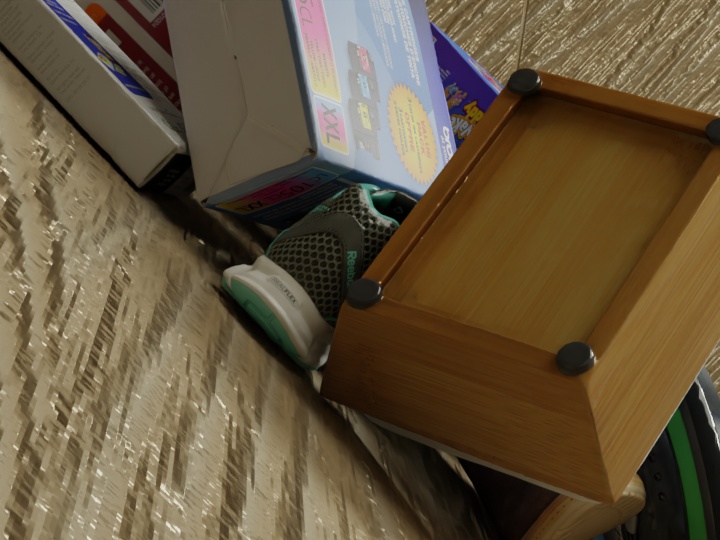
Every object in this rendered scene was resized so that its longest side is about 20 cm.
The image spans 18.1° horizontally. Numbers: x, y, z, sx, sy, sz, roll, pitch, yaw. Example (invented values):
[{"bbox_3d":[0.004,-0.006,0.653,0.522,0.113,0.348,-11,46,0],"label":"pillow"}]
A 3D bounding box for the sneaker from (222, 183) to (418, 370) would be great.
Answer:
[{"bbox_3d":[0.000,0.000,1.128,0.078,0.091,0.200,46,6,5],"label":"sneaker"}]

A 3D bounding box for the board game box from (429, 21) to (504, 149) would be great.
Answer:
[{"bbox_3d":[0.105,-0.055,1.343,0.134,0.045,0.200,38,10,-35],"label":"board game box"}]

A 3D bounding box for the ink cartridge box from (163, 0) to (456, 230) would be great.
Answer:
[{"bbox_3d":[-0.015,-0.091,1.185,0.200,0.076,0.137,18,58,-62],"label":"ink cartridge box"}]

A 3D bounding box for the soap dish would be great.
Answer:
[{"bbox_3d":[0.093,-0.001,1.045,0.157,0.200,0.081,18,-34,30],"label":"soap dish"}]

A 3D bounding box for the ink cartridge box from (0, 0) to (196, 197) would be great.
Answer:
[{"bbox_3d":[-0.156,-0.120,1.154,0.200,0.037,0.095,48,7,8],"label":"ink cartridge box"}]

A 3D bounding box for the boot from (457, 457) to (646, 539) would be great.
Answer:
[{"bbox_3d":[0.067,0.063,1.117,0.167,0.072,0.200,62,-6,9],"label":"boot"}]

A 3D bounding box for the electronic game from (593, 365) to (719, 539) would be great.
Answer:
[{"bbox_3d":[0.145,0.111,1.136,0.200,0.041,0.202,172,-90,-77],"label":"electronic game"}]

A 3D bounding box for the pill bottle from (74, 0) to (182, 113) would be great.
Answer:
[{"bbox_3d":[-0.072,-0.114,1.311,0.200,0.113,0.113,45,6,-4],"label":"pill bottle"}]
